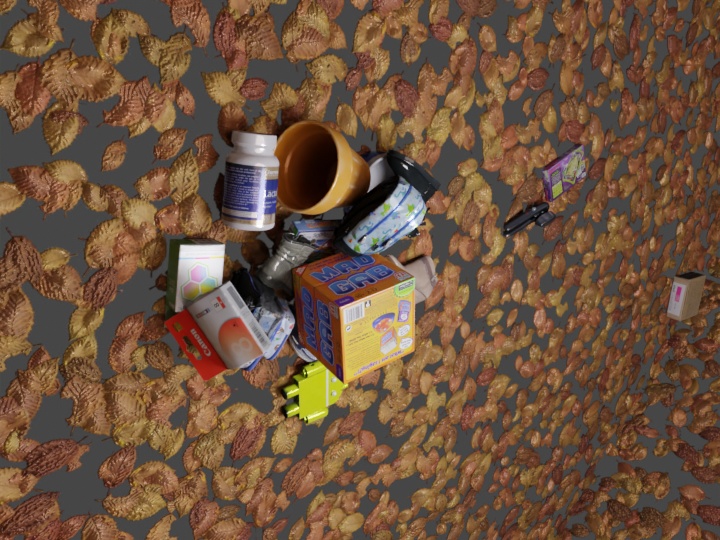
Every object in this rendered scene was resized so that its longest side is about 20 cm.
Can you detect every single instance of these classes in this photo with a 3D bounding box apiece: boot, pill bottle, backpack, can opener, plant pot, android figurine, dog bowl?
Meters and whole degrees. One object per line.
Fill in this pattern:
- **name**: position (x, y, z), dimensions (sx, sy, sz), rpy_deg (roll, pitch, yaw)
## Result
- **boot**: position (0.145, 0.003, 1.753), dimensions (0.146, 0.070, 0.201), rpy_deg (-41, 128, -29)
- **pill bottle**: position (-0.233, -0.193, 1.336), dimensions (0.115, 0.116, 0.201), rpy_deg (-5, 108, -38)
- **backpack**: position (-0.249, 0.121, 1.392), dimensions (0.154, 0.200, 0.191), rpy_deg (33, 99, -27)
- **backpack**: position (0.050, -0.124, 1.405), dimensions (0.200, 0.153, 0.163), rpy_deg (-54, -177, 38)
- **can opener**: position (0.537, -0.166, 2.012), dimensions (0.199, 0.079, 0.064), rpy_deg (-23, 127, -21)
- **plant pot**: position (-0.075, -0.220, 1.420), dimensions (0.183, 0.200, 0.201), rpy_deg (5, 102, -56)
- **android figurine**: position (-0.116, 0.315, 1.650), dimensions (0.199, 0.041, 0.183), rpy_deg (-16, 122, -33)
- **boot**: position (-0.142, -0.010, 1.443), dimensions (0.131, 0.068, 0.200), rpy_deg (-50, 151, 8)
- **boot**: position (0.104, -0.183, 1.544), dimensions (0.198, 0.073, 0.163), rpy_deg (31, 88, -42)
- **boot**: position (-0.135, 0.170, 1.558), dimensions (0.073, 0.090, 0.200), rpy_deg (-45, 128, -18)
- **dog bowl**: position (0.051, -0.200, 1.590), dimensions (0.199, 0.079, 0.201), rpy_deg (-15, 114, -35)

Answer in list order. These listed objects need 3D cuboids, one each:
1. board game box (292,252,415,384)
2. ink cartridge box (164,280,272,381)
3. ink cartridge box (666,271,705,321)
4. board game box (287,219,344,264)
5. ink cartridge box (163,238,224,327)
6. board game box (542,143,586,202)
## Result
- **board game box**: position (-0.014, 0.092, 1.418), dimensions (0.199, 0.200, 0.201), rpy_deg (-20, 124, -29)
- **ink cartridge box**: position (-0.303, 0.135, 1.282), dimensions (0.163, 0.199, 0.050), rpy_deg (57, 21, -7)
- **ink cartridge box**: position (1.501, 0.117, 2.886), dimensions (0.164, 0.075, 0.201), rpy_deg (-9, 111, -35)
- **board game box**: position (-0.096, -0.062, 1.504), dimensions (0.199, 0.035, 0.136), rpy_deg (-5, 139, -39)
- **ink cartridge box**: position (-0.358, 0.034, 1.349), dimensions (0.103, 0.059, 0.201), rpy_deg (-2, 106, -39)
- **board game box**: position (0.684, -0.328, 2.097), dimensions (0.200, 0.032, 0.120), rpy_deg (-34, 128, -27)
